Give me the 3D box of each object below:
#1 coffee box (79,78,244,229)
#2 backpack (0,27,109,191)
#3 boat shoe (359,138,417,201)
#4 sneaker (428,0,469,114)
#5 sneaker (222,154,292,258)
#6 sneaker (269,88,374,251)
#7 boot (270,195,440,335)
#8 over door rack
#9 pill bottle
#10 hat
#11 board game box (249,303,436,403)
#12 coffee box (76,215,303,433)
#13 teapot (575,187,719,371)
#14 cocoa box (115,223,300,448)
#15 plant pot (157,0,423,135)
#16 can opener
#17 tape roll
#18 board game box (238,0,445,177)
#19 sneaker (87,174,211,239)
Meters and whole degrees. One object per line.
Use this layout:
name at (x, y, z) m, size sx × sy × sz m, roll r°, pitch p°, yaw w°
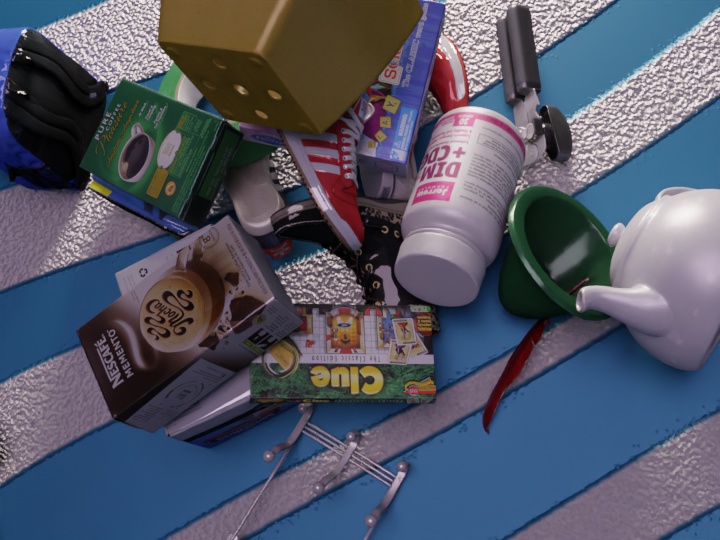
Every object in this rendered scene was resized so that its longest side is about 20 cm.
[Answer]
coffee box at (-0.233, -0.139, 1.096) m, size 0.198 × 0.044 × 0.125 m, roll 24°, pitch 89°, yaw 36°
backpack at (-0.431, -0.197, 1.172) m, size 0.164 × 0.200 × 0.166 m, roll 0°, pitch 75°, yaw 11°
boat shoe at (0.034, -0.166, 1.141) m, size 0.069 × 0.071 × 0.203 m, roll 7°, pitch 54°, yaw -25°
sneaker at (0.053, -0.252, 1.141) m, size 0.113 × 0.079 × 0.203 m, roll -13°, pitch 58°, yaw -10°
sneaker at (-0.126, -0.094, 1.154) m, size 0.074 × 0.085 × 0.202 m, roll -21°, pitch 47°, yaw 4°
sneaker at (-0.016, -0.128, 0.995) m, size 0.111 × 0.071 × 0.202 m, roll -27°, pitch 74°, yaw 0°
boot at (0.001, 0.000, 1.060) m, size 0.200 × 0.073 × 0.157 m, roll 0°, pitch 75°, yaw -26°
over door rack at (-0.053, 0.265, 1.035) m, size 0.146 × 0.067 × 0.202 m, roll 27°, pitch 81°, yaw 18°
pill bottle at (0.109, -0.070, 1.042) m, size 0.111 × 0.114 × 0.203 m, roll 12°, pitch 59°, yaw 14°
hat at (0.179, 0.029, 1.069) m, size 0.166 × 0.176 × 0.200 m, roll 46°, pitch 42°, yaw 2°
board game box at (-0.019, 0.087, 0.997) m, size 0.195 × 0.024 × 0.107 m, roll 1°, pitch 68°, yaw -9°
coffee box at (-0.173, 0.057, 0.958) m, size 0.199 × 0.080 × 0.114 m, roll -37°, pitch 62°, yaw 4°
teapot at (0.326, -0.008, 0.976) m, size 0.145 × 0.200 × 0.200 m, roll 31°, pitch 91°, yaw 24°
cocoa box at (-0.171, 0.079, 1.076) m, size 0.131 × 0.131 × 0.203 m, roll -25°, pitch 71°, yaw 2°
plant pot at (-0.082, -0.250, 0.930) m, size 0.197 × 0.200 × 0.179 m, roll 13°, pitch 71°, yaw 30°
can opener at (0.203, -0.219, 1.134) m, size 0.065 × 0.053 × 0.204 m, roll -1°, pitch 73°, yaw -25°
tape roll at (-0.154, -0.219, 1.168) m, size 0.196 × 0.048 × 0.204 m, roll -9°, pitch 55°, yaw 13°
board game box at (-0.019, -0.227, 1.078) m, size 0.195 × 0.041 × 0.204 m, roll 12°, pitch 76°, yaw 7°
sneaker at (-0.248, -0.094, 1.175) m, size 0.198 × 0.066 × 0.079 m, roll 28°, pitch 82°, yaw 18°
